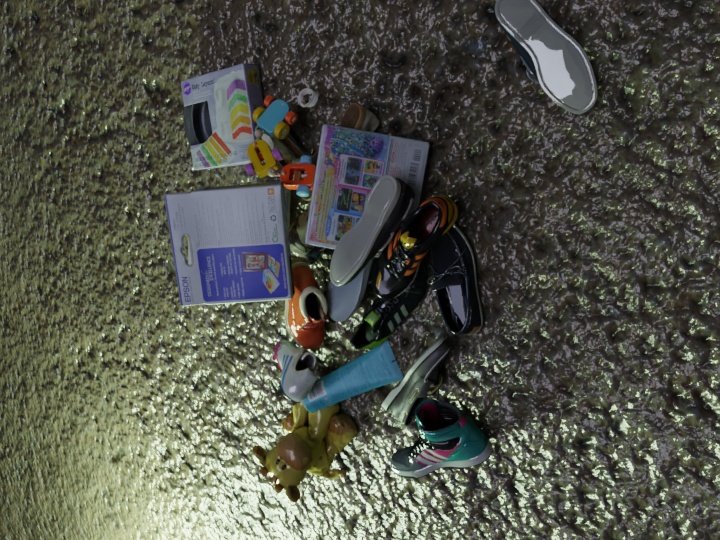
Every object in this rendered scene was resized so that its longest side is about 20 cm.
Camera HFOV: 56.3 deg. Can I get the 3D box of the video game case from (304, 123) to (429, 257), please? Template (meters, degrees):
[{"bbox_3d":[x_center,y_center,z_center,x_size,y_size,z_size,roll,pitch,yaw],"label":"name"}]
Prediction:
[{"bbox_3d":[0.010,-0.128,1.125,0.179,0.024,0.203,10,99,2],"label":"video game case"}]

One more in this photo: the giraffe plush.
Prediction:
[{"bbox_3d":[-0.122,0.353,1.322,0.171,0.161,0.203,17,110,32],"label":"giraffe plush"}]

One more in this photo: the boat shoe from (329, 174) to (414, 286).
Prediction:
[{"bbox_3d":[0.019,-0.058,1.092,0.074,0.060,0.202,41,108,44],"label":"boat shoe"}]

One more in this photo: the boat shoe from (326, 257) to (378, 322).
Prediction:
[{"bbox_3d":[-0.002,-0.001,1.209,0.073,0.068,0.202,25,108,32],"label":"boat shoe"}]

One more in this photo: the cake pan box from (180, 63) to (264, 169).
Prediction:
[{"bbox_3d":[-0.273,-0.304,1.352,0.198,0.052,0.187,1,99,37],"label":"cake pan box"}]

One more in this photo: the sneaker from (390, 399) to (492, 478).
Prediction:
[{"bbox_3d":[0.114,0.287,1.161,0.198,0.084,0.122,-22,109,31],"label":"sneaker"}]

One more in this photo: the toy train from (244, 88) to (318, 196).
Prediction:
[{"bbox_3d":[-0.126,-0.218,1.196,0.148,0.056,0.203,-2,72,11],"label":"toy train"}]

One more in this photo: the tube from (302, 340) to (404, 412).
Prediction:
[{"bbox_3d":[-0.019,0.206,1.265,0.198,0.050,0.078,-27,89,18],"label":"tube"}]

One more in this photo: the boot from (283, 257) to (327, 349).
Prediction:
[{"bbox_3d":[-0.096,0.087,1.251,0.107,0.074,0.202,48,155,48],"label":"boot"}]

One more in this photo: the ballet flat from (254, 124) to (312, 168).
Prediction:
[{"bbox_3d":[-0.129,-0.204,1.257,0.200,0.063,0.068,49,122,17],"label":"ballet flat"}]

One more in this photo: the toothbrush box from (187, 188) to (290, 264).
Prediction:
[{"bbox_3d":[-0.226,-0.079,1.274,0.084,0.199,0.149,14,108,31],"label":"toothbrush box"}]

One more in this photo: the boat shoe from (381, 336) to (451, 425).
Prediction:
[{"bbox_3d":[0.109,0.195,1.174,0.061,0.071,0.202,44,130,15],"label":"boat shoe"}]

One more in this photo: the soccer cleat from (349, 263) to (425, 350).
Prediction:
[{"bbox_3d":[0.049,0.066,1.177,0.067,0.081,0.201,43,122,20],"label":"soccer cleat"}]

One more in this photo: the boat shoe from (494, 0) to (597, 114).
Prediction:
[{"bbox_3d":[0.259,-0.304,0.943,0.075,0.062,0.200,-43,83,19],"label":"boat shoe"}]

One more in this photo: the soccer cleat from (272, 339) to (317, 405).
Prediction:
[{"bbox_3d":[-0.118,0.179,1.300,0.070,0.200,0.086,39,101,-24],"label":"soccer cleat"}]

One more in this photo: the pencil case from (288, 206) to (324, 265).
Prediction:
[{"bbox_3d":[-0.058,-0.089,1.225,0.200,0.089,0.079,-39,49,36],"label":"pencil case"}]

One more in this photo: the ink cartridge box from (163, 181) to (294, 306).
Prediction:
[{"bbox_3d":[-0.220,-0.044,1.153,0.197,0.047,0.200,-3,105,4],"label":"ink cartridge box"}]

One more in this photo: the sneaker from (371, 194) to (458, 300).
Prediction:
[{"bbox_3d":[0.072,-0.037,1.065,0.070,0.090,0.201,41,106,15],"label":"sneaker"}]

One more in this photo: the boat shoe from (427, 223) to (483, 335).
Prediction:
[{"bbox_3d":[0.150,0.011,1.102,0.074,0.062,0.203,-14,90,38],"label":"boat shoe"}]

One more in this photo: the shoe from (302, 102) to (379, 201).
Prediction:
[{"bbox_3d":[-0.038,-0.199,1.182,0.201,0.053,0.070,-51,51,26],"label":"shoe"}]
